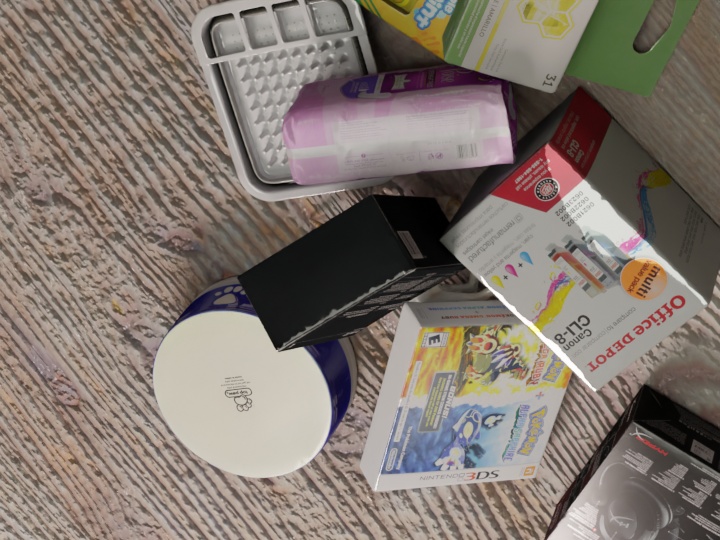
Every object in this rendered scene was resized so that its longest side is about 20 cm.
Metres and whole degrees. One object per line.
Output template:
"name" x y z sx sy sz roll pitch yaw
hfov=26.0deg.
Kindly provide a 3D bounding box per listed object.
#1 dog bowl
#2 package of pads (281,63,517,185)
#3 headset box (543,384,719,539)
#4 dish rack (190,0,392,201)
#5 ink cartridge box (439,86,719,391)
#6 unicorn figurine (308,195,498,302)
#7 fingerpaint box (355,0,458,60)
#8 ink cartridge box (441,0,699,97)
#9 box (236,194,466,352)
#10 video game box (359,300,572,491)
"dog bowl" -0.109 0.110 1.605 0.200 0.079 0.200 8 118 16
"package of pads" 0.036 -0.130 1.366 0.200 0.121 0.076 -6 113 8
"headset box" 0.285 0.235 1.528 0.149 0.077 0.200 31 122 4
"dish rack" -0.055 -0.170 1.465 0.172 0.044 0.200 -8 112 22
"ink cartridge box" 0.202 -0.027 1.385 0.200 0.145 0.145 44 121 -6
"unicorn figurine" 0.050 -0.011 1.485 0.137 0.074 0.200 -35 80 9
"fingerpaint box" 0.064 -0.308 1.334 0.167 0.073 0.200 34 122 0
"ink cartridge box" 0.185 -0.218 1.307 0.200 0.048 0.146 15 125 -12
"box" 0.000 0.000 1.361 0.141 0.200 0.079 -34 82 15
"video game box" 0.108 0.119 1.491 0.182 0.047 0.200 -3 125 -26
